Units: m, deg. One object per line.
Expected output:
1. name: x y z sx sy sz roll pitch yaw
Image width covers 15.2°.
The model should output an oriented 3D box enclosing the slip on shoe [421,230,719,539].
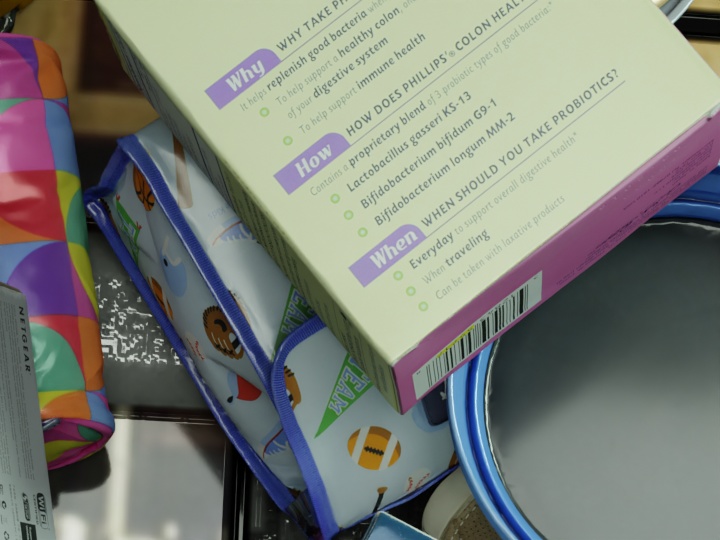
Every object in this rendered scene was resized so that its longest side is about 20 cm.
1. slip on shoe: 0.115 0.067 1.191 0.200 0.076 0.061 -43 46 -6

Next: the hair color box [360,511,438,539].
1. hair color box: 0.025 0.168 1.122 0.100 0.200 0.061 28 72 3

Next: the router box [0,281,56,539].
1. router box: -0.217 0.120 1.144 0.179 0.049 0.201 -15 73 22

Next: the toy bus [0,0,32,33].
1. toy bus: -0.221 -0.127 1.253 0.200 0.065 0.078 -36 80 -15

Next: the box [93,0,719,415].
1. box: 0.021 -0.077 1.107 0.176 0.097 0.200 -38 77 -7

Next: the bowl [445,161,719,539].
1. bowl: 0.136 0.053 1.137 0.199 0.039 0.202 0 73 1

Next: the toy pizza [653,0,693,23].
1. toy pizza: 0.066 -0.173 1.217 0.199 0.032 0.201 1 59 -2

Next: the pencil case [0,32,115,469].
1. pencil case: -0.162 -0.005 1.214 0.088 0.088 0.201 -7 72 -9

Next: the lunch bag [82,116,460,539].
1. lunch bag: 0.000 0.000 1.211 0.169 0.124 0.201 -28 84 -19
